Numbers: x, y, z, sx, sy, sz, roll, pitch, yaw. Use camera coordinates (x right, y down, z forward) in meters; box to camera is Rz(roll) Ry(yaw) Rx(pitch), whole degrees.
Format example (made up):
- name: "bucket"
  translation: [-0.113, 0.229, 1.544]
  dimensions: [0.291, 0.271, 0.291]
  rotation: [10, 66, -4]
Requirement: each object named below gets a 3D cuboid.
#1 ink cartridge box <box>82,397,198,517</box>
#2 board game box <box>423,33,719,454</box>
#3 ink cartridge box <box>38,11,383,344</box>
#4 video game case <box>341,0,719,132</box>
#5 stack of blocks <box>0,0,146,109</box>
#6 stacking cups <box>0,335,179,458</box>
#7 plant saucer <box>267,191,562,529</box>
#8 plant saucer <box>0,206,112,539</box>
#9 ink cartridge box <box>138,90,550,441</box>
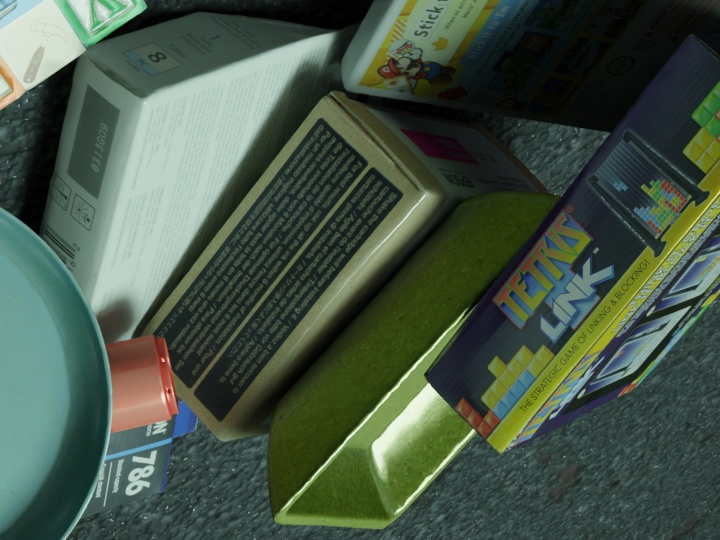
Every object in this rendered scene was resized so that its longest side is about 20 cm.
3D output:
- name: "ink cartridge box"
  translation: [-0.159, 0.093, 0.866]
  dimensions: [0.200, 0.039, 0.100]
  rotation: [-17, 140, -32]
- name: "board game box"
  translation: [0.138, -0.017, 0.744]
  dimensions: [0.200, 0.057, 0.165]
  rotation: [-54, 159, 25]
- name: "ink cartridge box"
  translation: [-0.068, -0.057, 0.793]
  dimensions: [0.200, 0.047, 0.160]
  rotation: [-29, 149, -46]
- name: "video game case"
  translation: [0.108, -0.130, 0.713]
  dimensions: [0.181, 0.023, 0.200]
  rotation: [7, 150, -19]
- name: "stack of blocks"
  translation: [-0.184, -0.076, 0.605]
  dimensions: [0.200, 0.059, 0.115]
  rotation: [-36, 135, -6]
- name: "stacking cups"
  translation: [-0.185, 0.064, 0.735]
  dimensions: [0.199, 0.061, 0.061]
  rotation: [-14, 142, -6]
- name: "plant saucer"
  translation: [0.039, 0.042, 0.815]
  dimensions: [0.200, 0.048, 0.200]
  rotation: [-48, 161, 4]
- name: "plant saucer"
  translation: [-0.207, 0.056, 0.688]
  dimensions: [0.200, 0.027, 0.201]
  rotation: [-1, 98, -10]
- name: "ink cartridge box"
  translation: [0.000, 0.000, 0.838]
  dimensions: [0.165, 0.075, 0.200]
  rotation: [-50, 161, 17]
